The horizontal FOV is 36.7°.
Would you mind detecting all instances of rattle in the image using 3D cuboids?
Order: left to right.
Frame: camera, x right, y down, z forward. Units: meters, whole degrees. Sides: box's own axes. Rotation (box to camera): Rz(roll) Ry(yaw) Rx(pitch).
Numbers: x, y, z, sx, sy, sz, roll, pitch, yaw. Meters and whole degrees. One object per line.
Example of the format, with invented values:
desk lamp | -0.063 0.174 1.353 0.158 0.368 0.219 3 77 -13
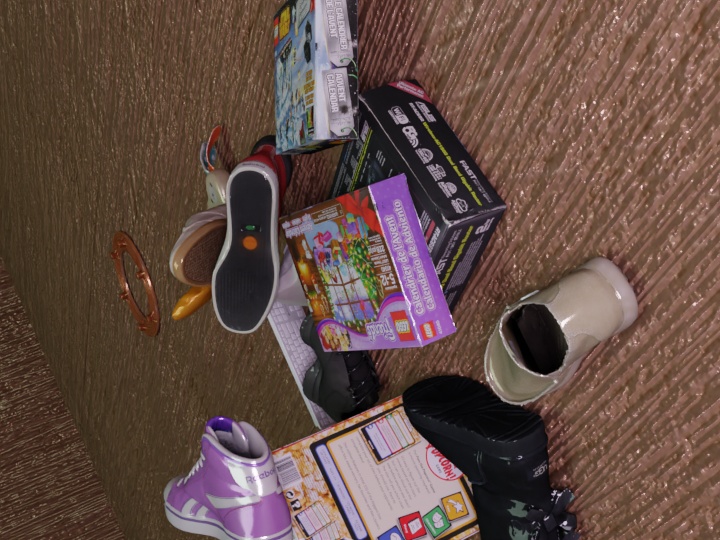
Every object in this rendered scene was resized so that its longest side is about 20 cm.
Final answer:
rattle | -0.204 -0.062 1.359 0.130 0.142 0.201 -136 25 -75

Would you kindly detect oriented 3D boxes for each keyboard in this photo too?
keyboard | -0.070 0.091 1.292 0.011 0.056 0.201 -35 75 43

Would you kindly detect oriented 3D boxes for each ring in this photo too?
ring | -0.413 0.027 1.966 0.200 0.019 0.201 44 145 42

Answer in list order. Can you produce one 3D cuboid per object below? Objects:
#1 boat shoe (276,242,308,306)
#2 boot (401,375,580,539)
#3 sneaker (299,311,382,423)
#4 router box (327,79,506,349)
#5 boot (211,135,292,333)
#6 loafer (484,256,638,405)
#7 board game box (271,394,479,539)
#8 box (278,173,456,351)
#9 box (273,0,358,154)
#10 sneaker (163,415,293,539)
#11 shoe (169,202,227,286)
boat shoe | -0.055 -0.015 1.179 0.200 0.072 0.069 111 163 -69
boot | 0.117 0.193 0.981 0.198 0.073 0.163 18 127 58
sneaker | -0.013 0.101 1.180 0.091 0.076 0.201 45 155 30
router box | 0.039 -0.046 0.966 0.150 0.062 0.200 59 152 25
boot | -0.112 -0.042 1.202 0.144 0.072 0.201 -76 -4 -67
loafer | 0.136 0.052 0.837 0.076 0.068 0.200 61 153 18
board game box | 0.018 0.212 1.034 0.152 0.199 0.046 64 154 14
box | 0.000 0.000 0.957 0.200 0.039 0.138 -13 97 64
box | -0.043 -0.178 0.974 0.200 0.040 0.138 -168 77 -76
sneaker | -0.129 0.184 1.005 0.200 0.072 0.115 -1 104 53
shoe | -0.163 -0.034 1.228 0.053 0.200 0.070 6 112 23
